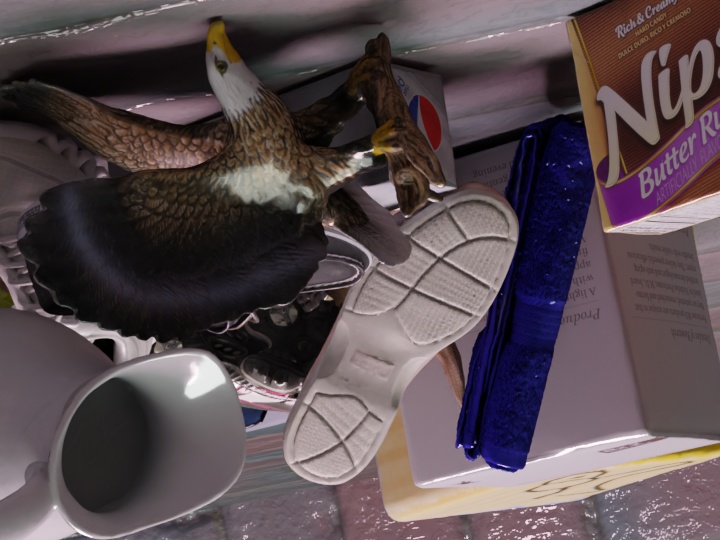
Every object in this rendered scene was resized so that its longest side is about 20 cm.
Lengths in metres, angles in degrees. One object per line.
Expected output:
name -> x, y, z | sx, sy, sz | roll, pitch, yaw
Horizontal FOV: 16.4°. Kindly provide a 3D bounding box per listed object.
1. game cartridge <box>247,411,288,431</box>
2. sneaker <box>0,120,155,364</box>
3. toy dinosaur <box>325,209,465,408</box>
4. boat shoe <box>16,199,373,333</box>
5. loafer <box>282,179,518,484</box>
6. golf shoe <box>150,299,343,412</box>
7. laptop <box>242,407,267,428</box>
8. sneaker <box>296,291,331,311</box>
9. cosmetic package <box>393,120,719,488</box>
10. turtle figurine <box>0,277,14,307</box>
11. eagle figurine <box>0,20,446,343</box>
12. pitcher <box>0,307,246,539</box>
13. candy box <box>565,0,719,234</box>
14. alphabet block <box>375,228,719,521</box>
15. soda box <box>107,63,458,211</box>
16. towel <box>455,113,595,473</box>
game cartridge -> -0.049, 0.047, 1.753 | 0.133, 0.042, 0.200 | -20, -160, 30
sneaker -> -0.162, -0.004, 1.339 | 0.075, 0.081, 0.200 | -5, 140, 26
toy dinosaur -> 0.000, 0.000, 1.516 | 0.135, 0.200, 0.086 | -17, -151, 48
boat shoe -> -0.080, 0.002, 1.299 | 0.199, 0.067, 0.070 | 5, 150, -30
loafer -> 0.017, 0.027, 1.396 | 0.072, 0.200, 0.063 | 29, -160, -13
golf shoe -> -0.097, 0.047, 1.491 | 0.199, 0.078, 0.088 | 17, 152, 2
laptop -> -0.166, 0.059, 1.592 | 0.116, 0.200, 0.187 | -53, -176, 11
sneaker -> -0.041, -0.005, 1.685 | 0.088, 0.077, 0.200 | -17, 180, -25
cosmetic package -> 0.121, 0.028, 1.603 | 0.164, 0.201, 0.165 | -15, 170, 27
turtle figurine -> -0.173, 0.001, 1.563 | 0.199, 0.065, 0.161 | -4, 168, -29
eagle figurine -> -0.068, -0.052, 1.229 | 0.199, 0.152, 0.152 | -20, 178, 0
pitcher -> -0.179, 0.089, 1.223 | 0.171, 0.122, 0.199 | -24, -162, -38
candy box -> 0.201, -0.099, 1.243 | 0.199, 0.117, 0.056 | -18, 167, 41
alphabet block -> 0.129, 0.068, 1.849 | 0.194, 0.198, 0.200 | -5, 168, -32
soda box -> -0.045, -0.054, 1.380 | 0.199, 0.069, 0.063 | -18, 165, 35
towel -> 0.094, 0.008, 1.440 | 0.049, 0.201, 0.148 | 14, -175, 2
